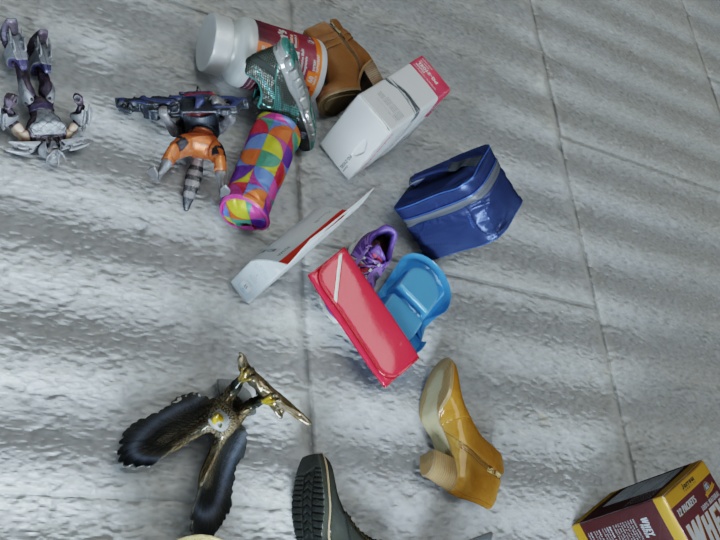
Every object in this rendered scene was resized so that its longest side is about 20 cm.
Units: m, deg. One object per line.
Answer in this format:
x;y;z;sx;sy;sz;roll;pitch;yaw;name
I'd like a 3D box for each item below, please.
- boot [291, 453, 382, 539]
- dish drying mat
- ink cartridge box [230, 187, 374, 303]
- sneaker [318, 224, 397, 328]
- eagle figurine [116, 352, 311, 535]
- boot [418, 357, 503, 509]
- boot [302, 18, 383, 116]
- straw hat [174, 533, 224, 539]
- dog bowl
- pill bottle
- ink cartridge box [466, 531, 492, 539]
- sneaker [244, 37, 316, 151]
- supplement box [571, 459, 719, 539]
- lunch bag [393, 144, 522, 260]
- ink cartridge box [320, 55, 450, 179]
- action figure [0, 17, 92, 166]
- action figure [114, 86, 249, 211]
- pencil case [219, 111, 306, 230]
-0.014;0.345;1.148;0.136;0.077;0.205;5;75;-37;boot
0.006;0.069;1.281;0.076;0.018;0.202;-36;93;-25;dish drying mat
-0.084;-0.049;1.229;0.047;0.200;0.160;48;48;0;ink cartridge box
0.000;0.000;1.340;0.080;0.083;0.202;35;52;-12;sneaker
-0.187;0.206;1.082;0.151;0.152;0.201;31;73;38;eagle figurine
0.161;0.251;1.329;0.142;0.070;0.205;28;54;-27;boot
-0.053;-0.361;1.520;0.156;0.073;0.199;54;36;1;boot
-0.198;0.403;0.968;0.198;0.084;0.206;18;63;-38;straw hat
0.069;0.061;1.378;0.111;0.049;0.201;44;47;-6;dog bowl
-0.160;-0.345;1.407;0.196;0.109;0.112;8;59;-32;pill bottle
0.126;0.447;1.092;0.083;0.200;0.178;30;52;-17;ink cartridge box
-0.126;-0.272;1.372;0.089;0.202;0.079;-12;43;6;sneaker
0.479;0.438;1.350;0.131;0.200;0.200;-19;76;-40;supplement box
0.153;-0.119;1.448;0.134;0.197;0.136;56;43;-19;lunch bag
0.042;-0.262;1.478;0.085;0.145;0.199;48;47;2;ink cartridge box
-0.438;-0.233;1.175;0.128;0.069;0.204;-6;72;-47;action figure
-0.266;-0.196;1.282;0.194;0.106;0.197;4;51;-2;action figure
-0.149;-0.151;1.323;0.087;0.088;0.203;31;51;-16;pencil case
